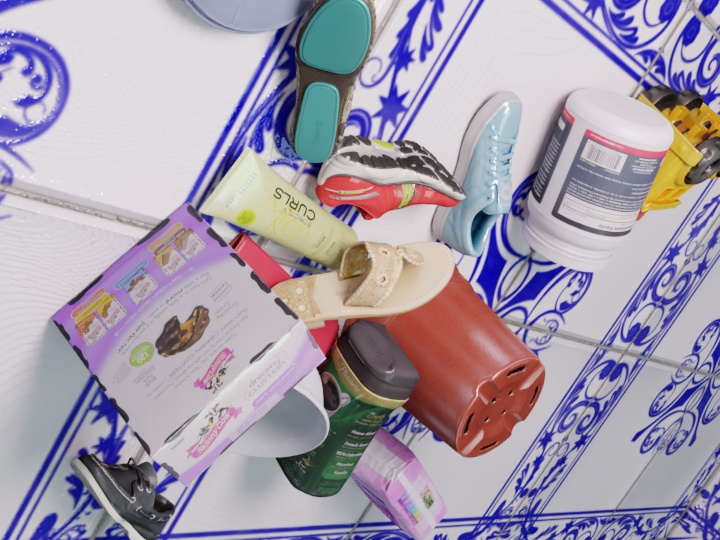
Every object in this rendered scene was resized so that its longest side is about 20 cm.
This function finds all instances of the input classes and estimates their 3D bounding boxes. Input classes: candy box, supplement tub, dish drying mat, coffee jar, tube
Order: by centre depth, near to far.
[{"bbox_3d":[-0.156,0.061,0.875,0.167,0.200,0.072,-41,143,-9],"label":"candy box"},{"bbox_3d":[-0.076,-0.054,0.987,0.199,0.051,0.059,31,60,-51],"label":"tube"},{"bbox_3d":[-0.093,0.042,1.053,0.077,0.018,0.200,-53,135,-9],"label":"dish drying mat"},{"bbox_3d":[-0.018,0.159,1.131,0.085,0.105,0.201,13,120,-43],"label":"coffee jar"},{"bbox_3d":[0.297,-0.116,1.239,0.139,0.140,0.202,-9,129,-41],"label":"supplement tub"}]

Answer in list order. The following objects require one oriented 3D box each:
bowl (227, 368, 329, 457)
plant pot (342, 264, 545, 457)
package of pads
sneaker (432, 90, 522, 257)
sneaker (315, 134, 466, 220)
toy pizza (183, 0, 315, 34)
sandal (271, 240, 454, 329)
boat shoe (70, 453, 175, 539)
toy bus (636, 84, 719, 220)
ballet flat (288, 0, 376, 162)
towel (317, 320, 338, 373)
[{"bbox_3d":[-0.122,0.109,1.009,0.202,0.198,0.091,67,27,-51],"label":"bowl"},{"bbox_3d":[0.110,0.111,1.201,0.199,0.195,0.203,-27,138,-27],"label":"plant pot"},{"bbox_3d":[0.040,0.286,1.347,0.076,0.120,0.201,-45,144,-13],"label":"package of pads"},{"bbox_3d":[0.158,-0.107,1.151,0.073,0.082,0.202,-8,128,-42],"label":"sneaker"},{"bbox_3d":[0.030,-0.092,1.055,0.198,0.077,0.085,7,129,-41],"label":"sneaker"},{"bbox_3d":[-0.077,-0.291,0.787,0.199,0.032,0.202,-29,139,-28],"label":"toy pizza"},{"bbox_3d":[0.002,0.005,1.004,0.209,0.078,0.070,-16,150,-7],"label":"sandal"},{"bbox_3d":[-0.246,0.237,1.047,0.066,0.074,0.200,-39,143,-17],"label":"boat shoe"},{"bbox_3d":[0.430,-0.145,1.374,0.198,0.136,0.193,-8,141,-45],"label":"toy bus"},{"bbox_3d":[-0.028,-0.191,0.894,0.067,0.076,0.201,13,137,-4],"label":"ballet flat"},{"bbox_3d":[-0.081,0.109,1.148,0.144,0.022,0.202,-28,138,-28],"label":"towel"}]
